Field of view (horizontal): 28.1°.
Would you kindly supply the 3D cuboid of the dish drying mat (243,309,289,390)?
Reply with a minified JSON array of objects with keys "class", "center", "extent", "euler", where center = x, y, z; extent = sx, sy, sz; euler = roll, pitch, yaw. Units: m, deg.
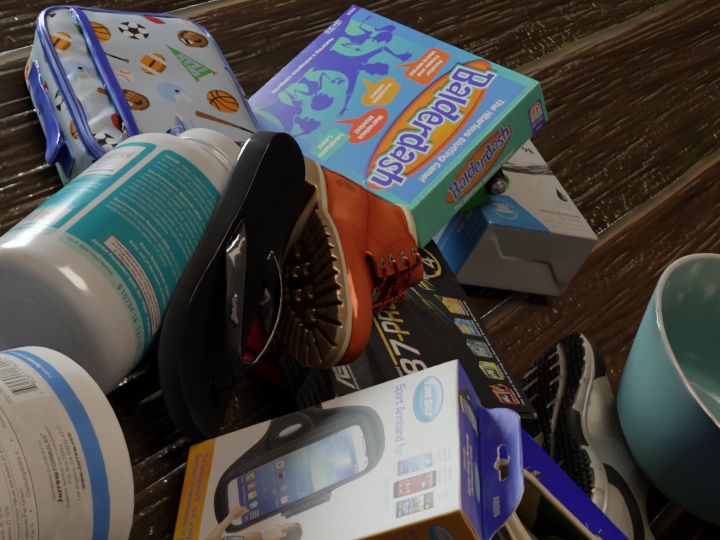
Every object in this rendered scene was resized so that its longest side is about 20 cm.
[{"class":"dish drying mat","center":[-0.070,0.040,0.991],"extent":[0.200,0.018,0.077],"euler":[27,33,-6]}]

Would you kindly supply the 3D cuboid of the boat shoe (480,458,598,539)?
[{"class":"boat shoe","center":[0.131,0.187,0.788],"extent":[0.200,0.063,0.071],"euler":[42,37,13]}]

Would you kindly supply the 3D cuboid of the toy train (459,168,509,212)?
[{"class":"toy train","center":[0.059,-0.121,1.161],"extent":[0.056,0.042,0.200],"euler":[-26,48,-4]}]

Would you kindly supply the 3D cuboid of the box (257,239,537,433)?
[{"class":"box","center":[0.012,0.042,0.998],"extent":[0.161,0.049,0.200],"euler":[8,36,-30]}]

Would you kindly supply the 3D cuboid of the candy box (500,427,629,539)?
[{"class":"candy box","center":[0.095,0.202,0.862],"extent":[0.169,0.077,0.200],"euler":[-18,58,-46]}]

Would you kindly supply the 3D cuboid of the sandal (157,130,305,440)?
[{"class":"sandal","center":[-0.071,0.006,0.874],"extent":[0.043,0.200,0.076],"euler":[8,-18,27]}]

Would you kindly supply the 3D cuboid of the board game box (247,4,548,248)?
[{"class":"board game box","center":[0.020,-0.117,1.112],"extent":[0.200,0.045,0.152],"euler":[29,64,35]}]

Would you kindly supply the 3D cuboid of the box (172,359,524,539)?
[{"class":"box","center":[-0.009,0.121,0.795],"extent":[0.041,0.200,0.119],"euler":[58,20,-32]}]

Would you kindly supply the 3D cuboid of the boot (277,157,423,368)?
[{"class":"boot","center":[0.000,0.000,0.936],"extent":[0.107,0.075,0.200],"euler":[21,30,-20]}]

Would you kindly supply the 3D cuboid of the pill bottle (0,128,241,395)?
[{"class":"pill bottle","center":[-0.144,-0.014,0.898],"extent":[0.111,0.111,0.200],"euler":[35,44,6]}]

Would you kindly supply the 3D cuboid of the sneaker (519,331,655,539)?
[{"class":"sneaker","center":[0.161,0.128,1.027],"extent":[0.080,0.074,0.200],"euler":[33,36,-24]}]

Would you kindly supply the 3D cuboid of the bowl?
[{"class":"bowl","center":[0.256,0.097,0.990],"extent":[0.201,0.105,0.201],"euler":[20,43,-20]}]

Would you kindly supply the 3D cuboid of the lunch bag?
[{"class":"lunch bag","center":[-0.164,-0.116,1.069],"extent":[0.160,0.076,0.200],"euler":[1,43,-33]}]

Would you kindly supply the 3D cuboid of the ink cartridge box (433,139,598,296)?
[{"class":"ink cartridge box","center":[0.099,-0.073,1.212],"extent":[0.116,0.067,0.200],"euler":[7,38,-32]}]

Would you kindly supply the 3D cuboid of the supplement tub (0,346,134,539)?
[{"class":"supplement tub","center":[-0.221,0.116,0.680],"extent":[0.200,0.132,0.132],"euler":[-13,54,-45]}]
